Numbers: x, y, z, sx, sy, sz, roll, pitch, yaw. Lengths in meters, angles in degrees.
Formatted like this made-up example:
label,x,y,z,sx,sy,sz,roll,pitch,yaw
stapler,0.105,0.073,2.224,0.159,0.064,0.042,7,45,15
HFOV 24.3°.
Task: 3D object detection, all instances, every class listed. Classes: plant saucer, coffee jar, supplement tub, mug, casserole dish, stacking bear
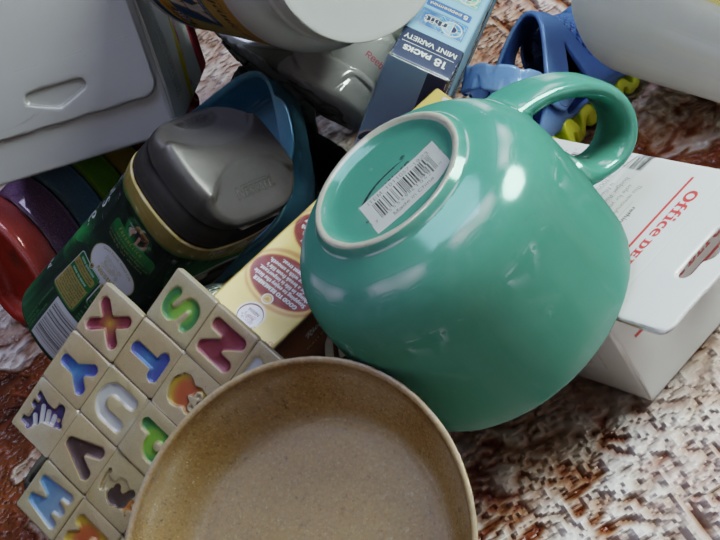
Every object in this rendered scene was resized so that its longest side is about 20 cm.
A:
label,x,y,z,sx,sy,sz,roll,pitch,yaw
plant saucer,-0.027,0.143,0.822,0.200,0.035,0.201,-10,68,26
coffee jar,-0.130,-0.018,1.073,0.200,0.085,0.104,-44,-10,37
supplement tub,-0.051,-0.214,1.043,0.145,0.145,0.200,-42,30,-16
mug,0.049,-0.025,0.857,0.152,0.114,0.185,-13,46,37
casserole dish,-0.092,-0.054,1.144,0.200,0.039,0.121,-31,61,44
stacking bear,-0.191,-0.060,1.258,0.200,0.122,0.114,-39,29,-26
mug,0.222,-0.175,0.995,0.149,0.187,0.153,-43,41,-5

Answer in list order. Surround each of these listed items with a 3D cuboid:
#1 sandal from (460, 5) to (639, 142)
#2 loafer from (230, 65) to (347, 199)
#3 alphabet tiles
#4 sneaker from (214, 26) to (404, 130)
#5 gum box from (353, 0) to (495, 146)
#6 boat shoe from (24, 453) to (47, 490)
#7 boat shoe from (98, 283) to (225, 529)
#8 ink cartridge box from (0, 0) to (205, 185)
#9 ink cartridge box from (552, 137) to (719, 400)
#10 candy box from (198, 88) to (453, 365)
label,x,y,z,sx,sy,sz,roll,pitch,yaw
sandal,0.130,-0.138,1.101,0.079,0.087,0.200,0,41,43
loafer,-0.055,-0.070,1.202,0.072,0.073,0.200,-63,29,25
alphabet tiles,-0.100,0.104,0.899,0.200,0.006,0.167,40,99,25
sneaker,-0.031,-0.168,1.171,0.099,0.078,0.200,-51,43,-4
gum box,0.046,-0.134,1.107,0.044,0.170,0.200,24,49,1
boat shoe,-0.138,0.085,1.046,0.067,0.057,0.200,-4,41,40
boat shoe,-0.108,0.084,0.992,0.200,0.073,0.062,-64,6,-33
ink cartridge box,-0.208,-0.168,1.198,0.145,0.145,0.200,-17,19,5
ink cartridge box,0.140,-0.002,0.915,0.116,0.067,0.200,-45,33,-19
candy box,0.000,0.000,0.981,0.056,0.117,0.200,35,67,23
